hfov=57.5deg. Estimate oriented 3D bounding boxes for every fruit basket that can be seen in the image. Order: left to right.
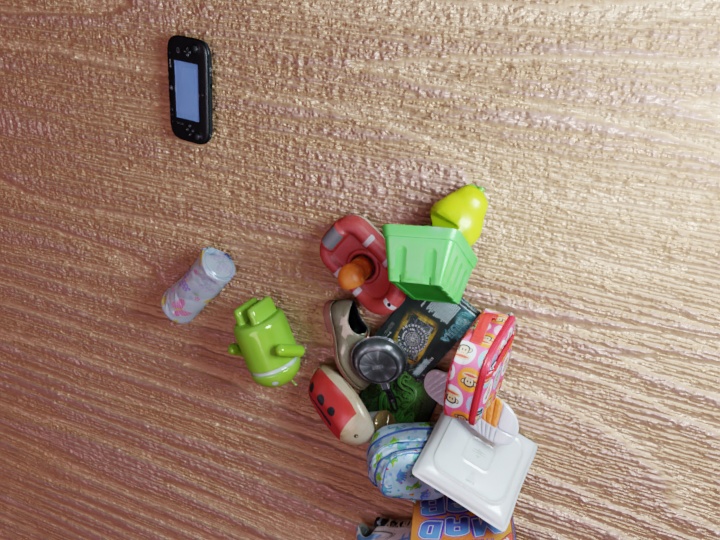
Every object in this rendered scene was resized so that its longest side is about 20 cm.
[{"bbox_3d":[0.136,-0.057,1.137,0.153,0.216,0.218,5,114,21],"label":"fruit basket"}]

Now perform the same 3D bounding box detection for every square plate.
[{"bbox_3d":[0.225,0.356,1.252,0.198,0.199,0.029,30,142,10],"label":"square plate"}]

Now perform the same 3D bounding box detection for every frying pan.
[{"bbox_3d":[0.032,0.215,1.326,0.113,0.031,0.192,10,120,4],"label":"frying pan"}]

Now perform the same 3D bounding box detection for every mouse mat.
[{"bbox_3d":[0.084,0.256,1.384,0.160,0.008,0.202,26,121,12],"label":"mouse mat"}]

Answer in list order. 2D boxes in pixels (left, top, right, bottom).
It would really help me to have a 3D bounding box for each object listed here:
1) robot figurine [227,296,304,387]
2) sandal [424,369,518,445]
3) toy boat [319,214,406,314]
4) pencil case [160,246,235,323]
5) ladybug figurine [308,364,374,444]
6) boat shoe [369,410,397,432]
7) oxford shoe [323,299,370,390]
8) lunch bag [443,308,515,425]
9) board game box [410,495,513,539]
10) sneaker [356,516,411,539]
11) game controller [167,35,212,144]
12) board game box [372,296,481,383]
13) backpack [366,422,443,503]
[{"bbox_3d":[-0.198,0.160,1.405,0.174,0.116,0.202,-6,111,36],"label":"robot figurine"},{"bbox_3d":[0.220,0.251,1.267,0.206,0.059,0.080,32,106,26],"label":"sandal"},{"bbox_3d":[0.000,0.000,1.235,0.200,0.131,0.131,45,123,1],"label":"toy boat"},{"bbox_3d":[-0.360,0.035,1.444,0.091,0.083,0.200,44,123,-7],"label":"pencil case"},{"bbox_3d":[-0.048,0.286,1.381,0.200,0.071,0.137,47,152,31],"label":"ladybug figurine"},{"bbox_3d":[0.068,0.387,1.417,0.069,0.070,0.202,-9,109,55],"label":"boat shoe"},{"bbox_3d":[-0.013,0.154,1.340,0.074,0.070,0.202,-11,108,36],"label":"oxford shoe"},{"bbox_3d":[0.214,0.155,1.167,0.081,0.200,0.178,17,119,21],"label":"lunch bag"},{"bbox_3d":[0.217,0.576,1.324,0.197,0.200,0.202,-9,108,12],"label":"board game box"},{"bbox_3d":[0.075,0.598,1.503,0.198,0.072,0.073,-22,93,27],"label":"sneaker"},{"bbox_3d":[-0.335,-0.352,1.287,0.103,0.042,0.202,14,116,18],"label":"game controller"},{"bbox_3d":[0.124,0.112,1.285,0.135,0.028,0.201,40,120,4],"label":"board game box"},{"bbox_3d":[0.109,0.380,1.317,0.197,0.154,0.165,14,118,1],"label":"backpack"}]
